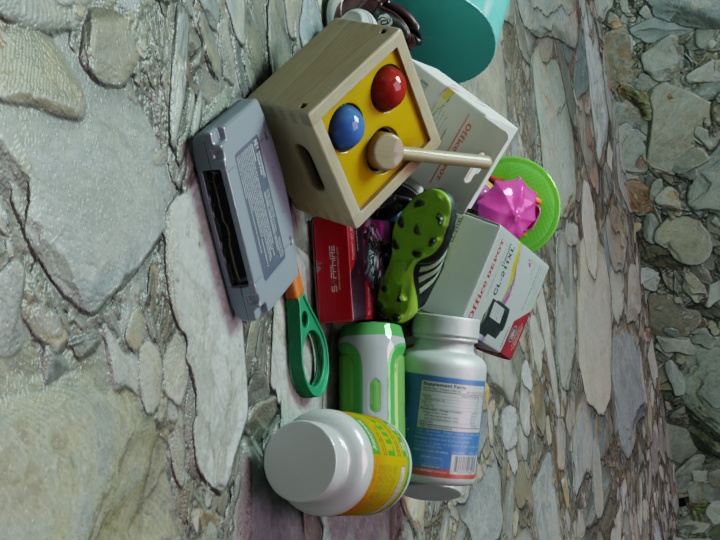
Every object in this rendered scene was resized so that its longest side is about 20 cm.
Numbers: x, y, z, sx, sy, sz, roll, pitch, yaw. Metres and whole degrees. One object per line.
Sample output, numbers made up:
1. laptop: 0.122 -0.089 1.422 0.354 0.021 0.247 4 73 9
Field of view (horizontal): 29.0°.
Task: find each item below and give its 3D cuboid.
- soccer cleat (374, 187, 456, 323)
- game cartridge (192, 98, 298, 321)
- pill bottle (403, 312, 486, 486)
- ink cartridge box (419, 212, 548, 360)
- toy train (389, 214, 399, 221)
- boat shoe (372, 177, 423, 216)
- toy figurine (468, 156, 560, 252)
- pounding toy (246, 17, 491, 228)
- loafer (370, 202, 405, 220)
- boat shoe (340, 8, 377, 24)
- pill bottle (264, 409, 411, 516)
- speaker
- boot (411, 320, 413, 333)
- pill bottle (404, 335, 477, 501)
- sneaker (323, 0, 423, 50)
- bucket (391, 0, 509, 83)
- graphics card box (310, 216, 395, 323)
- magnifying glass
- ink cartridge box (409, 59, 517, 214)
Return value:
1. soccer cleat: 0.072 -0.024 1.628 0.081 0.067 0.201 -33 153 -45
2. game cartridge: -0.113 -0.066 1.422 0.133 0.041 0.202 -48 131 -58
3. pill bottle: 0.096 0.156 1.700 0.112 0.111 0.202 14 82 -69
4. ink cartridge box: 0.160 0.022 1.849 0.200 0.082 0.147 31 81 -60
5. toy train: 0.089 -0.055 1.906 0.114 0.086 0.202 65 26 -62
6. boat shoe: 0.005 -0.099 1.672 0.199 0.069 0.067 20 78 -54
7. toy figurine: 0.186 -0.103 1.984 0.151 0.199 0.184 -63 172 6
8. pounding toy: 0.015 -0.151 1.524 0.184 0.142 0.201 -46 132 -26
9. loafer: 0.043 -0.151 1.805 0.073 0.071 0.201 31 67 -23
10. boat shoe: -0.029 -0.238 1.618 0.065 0.073 0.201 57 39 -47
11. pill bottle: -0.026 0.207 1.490 0.200 0.110 0.112 23 64 -67
12. speaker: 0.013 0.166 1.645 0.088 0.088 0.202 27 61 -66
13. boot: 0.117 0.032 1.980 0.155 0.071 0.202 -36 120 -64
14. pill bottle: 0.096 0.193 1.824 0.111 0.110 0.202 48 42 -59
15. sneaker: 0.026 -0.250 1.721 0.076 0.114 0.202 -46 128 -64
16. bucket: 0.100 -0.352 1.833 0.208 0.205 0.136 61 33 -48
17. graphics card box: 0.000 0.000 1.693 0.200 0.050 0.127 6 80 -71
18. magnifying glass: -0.069 0.047 1.543 0.080 0.022 0.202 -53 136 -61
19. ink cartridge box: 0.105 -0.155 1.664 0.067 0.200 0.117 13 113 -47
